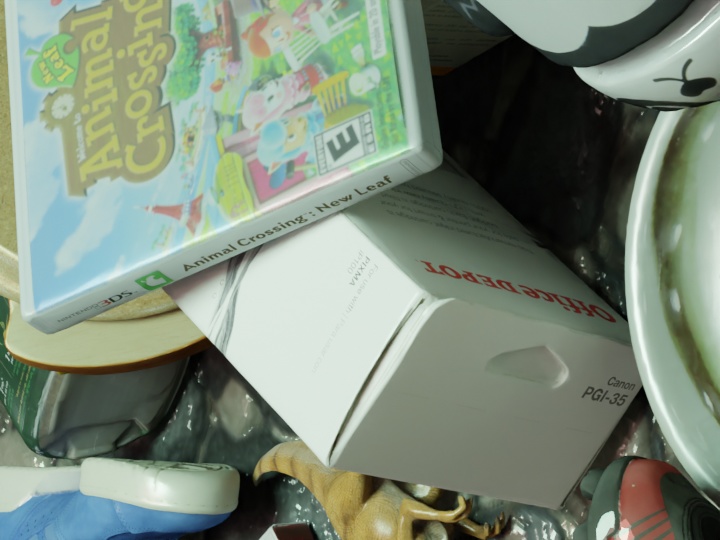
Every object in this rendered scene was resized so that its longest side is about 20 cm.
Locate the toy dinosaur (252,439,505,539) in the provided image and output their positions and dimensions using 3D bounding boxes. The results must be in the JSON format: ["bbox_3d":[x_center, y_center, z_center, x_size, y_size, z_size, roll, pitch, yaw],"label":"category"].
[{"bbox_3d":[0.000,0.093,1.226,0.200,0.060,0.107,37,119,44],"label":"toy dinosaur"}]

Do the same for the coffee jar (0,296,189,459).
[{"bbox_3d":[-0.161,-0.010,1.401,0.200,0.085,0.105,53,136,35],"label":"coffee jar"}]

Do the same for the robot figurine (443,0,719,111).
[{"bbox_3d":[0.073,-0.139,0.961,0.125,0.200,0.150,-53,23,1],"label":"robot figurine"}]

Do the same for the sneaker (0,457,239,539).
[{"bbox_3d":[-0.119,0.146,1.357,0.200,0.076,0.112,-9,78,55],"label":"sneaker"}]

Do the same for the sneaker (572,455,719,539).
[{"bbox_3d":[0.153,0.145,1.006,0.098,0.071,0.201,-31,89,36],"label":"sneaker"}]

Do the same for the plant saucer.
[{"bbox_3d":[0.178,0.000,1.015,0.200,0.050,0.201,2,93,51],"label":"plant saucer"}]

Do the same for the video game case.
[{"bbox_3d":[-0.060,-0.093,1.120,0.181,0.022,0.201,-23,56,24],"label":"video game case"}]

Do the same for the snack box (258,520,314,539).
[{"bbox_3d":[-0.010,0.213,1.268,0.072,0.024,0.201,-52,53,38],"label":"snack box"}]

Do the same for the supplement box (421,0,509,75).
[{"bbox_3d":[0.057,-0.170,1.142,0.200,0.073,0.127,-26,70,48],"label":"supplement box"}]

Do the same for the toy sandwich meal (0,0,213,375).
[{"bbox_3d":[-0.108,-0.051,1.296,0.070,0.204,0.206,88,165,-68],"label":"toy sandwich meal"}]

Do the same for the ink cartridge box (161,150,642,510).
[{"bbox_3d":[0.000,0.000,1.148,0.200,0.146,0.083,45,111,41],"label":"ink cartridge box"}]
